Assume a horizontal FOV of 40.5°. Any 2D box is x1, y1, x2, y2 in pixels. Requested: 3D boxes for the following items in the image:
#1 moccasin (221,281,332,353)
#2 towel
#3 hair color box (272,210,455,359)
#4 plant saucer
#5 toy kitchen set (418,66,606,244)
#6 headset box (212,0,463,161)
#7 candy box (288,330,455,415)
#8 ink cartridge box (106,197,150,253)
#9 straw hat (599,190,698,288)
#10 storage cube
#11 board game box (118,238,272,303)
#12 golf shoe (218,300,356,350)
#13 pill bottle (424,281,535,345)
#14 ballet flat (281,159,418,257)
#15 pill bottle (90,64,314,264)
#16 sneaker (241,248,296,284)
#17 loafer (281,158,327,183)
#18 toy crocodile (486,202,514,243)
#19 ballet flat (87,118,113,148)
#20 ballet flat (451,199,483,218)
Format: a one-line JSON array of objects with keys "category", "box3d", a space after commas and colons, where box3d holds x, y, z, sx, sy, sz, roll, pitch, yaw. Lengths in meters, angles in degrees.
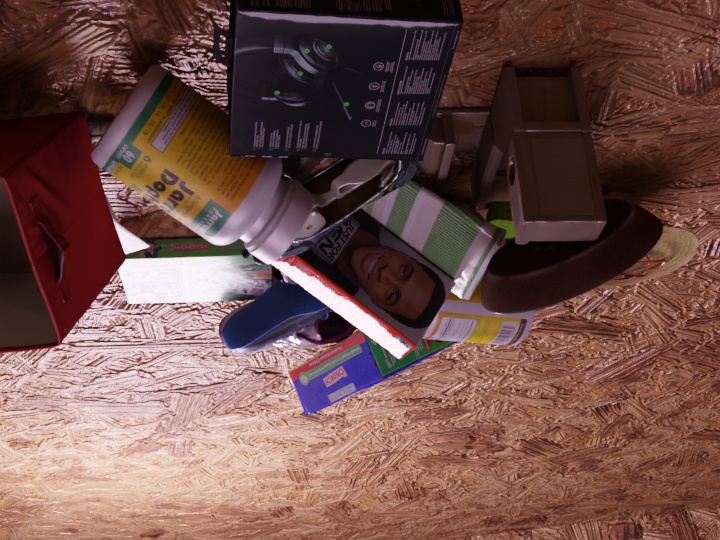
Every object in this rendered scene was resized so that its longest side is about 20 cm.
[{"category": "moccasin", "box3d": [-0.094, 0.046, 1.315, 0.199, 0.081, 0.068, -25, 161, 0]}, {"category": "towel", "box3d": [0.060, -0.054, 1.116, 0.199, 0.023, 0.153, 31, 151, 7]}, {"category": "hair color box", "box3d": [0.000, 0.000, 1.131, 0.199, 0.102, 0.061, 36, 151, -5]}, {"category": "plant saucer", "box3d": [0.207, -0.021, 0.998, 0.199, 0.200, 0.035, -21, 106, 30]}, {"category": "toy kitchen set", "box3d": [0.135, -0.081, 1.012, 0.162, 0.182, 0.200, -1, 153, -4]}, {"category": "headset box", "box3d": [-0.029, -0.187, 0.855, 0.198, 0.093, 0.175, 0, 146, -9]}, {"category": "candy box", "box3d": [0.021, 0.123, 1.418, 0.169, 0.077, 0.199, -30, 174, 40]}, {"category": "ink cartridge box", "box3d": [-0.359, -0.066, 1.118, 0.159, 0.048, 0.200, -14, 153, 16]}, {"category": "straw hat", "box3d": [0.312, -0.050, 1.202, 0.199, 0.086, 0.201, -5, 159, -2]}, {"category": "storage cube", "box3d": [-0.352, -0.038, 0.941, 0.198, 0.180, 0.172, -5, 116, 11]}, {"category": "board game box", "box3d": [-0.214, 0.001, 1.286, 0.198, 0.029, 0.135, -1, 152, -6]}, {"category": "golf shoe", "box3d": [-0.099, 0.075, 1.374, 0.198, 0.076, 0.091, -6, -178, -12]}, {"category": "pill bottle", "box3d": [0.129, 0.041, 1.326, 0.198, 0.110, 0.109, 6, 151, -19]}, {"category": "ballet flat", "box3d": [-0.031, -0.082, 1.030, 0.199, 0.075, 0.074, -35, 146, 10]}, {"category": "pill bottle", "box3d": [-0.147, -0.096, 0.942, 0.199, 0.113, 0.113, 35, 139, -17]}, {"category": "sneaker", "box3d": [-0.054, -0.007, 1.240, 0.087, 0.075, 0.199, -34, 132, 29]}, {"category": "loafer", "box3d": [-0.059, -0.124, 1.017, 0.199, 0.072, 0.073, -26, 146, 35]}, {"category": "toy crocodile", "box3d": [0.218, -0.023, 1.262, 0.061, 0.068, 0.200, -10, 151, 23]}, {"category": "ballet flat", "box3d": [-0.220, -0.106, 1.056, 0.067, 0.047, 0.199, -23, 148, 31]}, {"category": "ballet flat", "box3d": [0.072, -0.008, 1.218, 0.200, 0.075, 0.068, -49, 164, 18]}]
